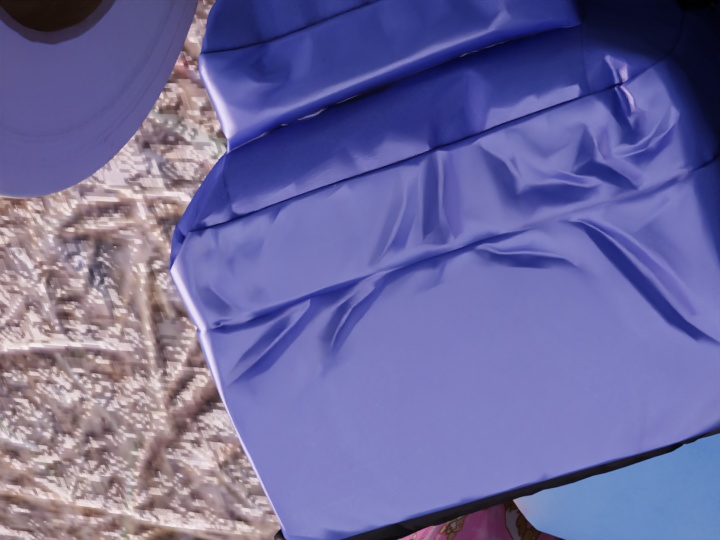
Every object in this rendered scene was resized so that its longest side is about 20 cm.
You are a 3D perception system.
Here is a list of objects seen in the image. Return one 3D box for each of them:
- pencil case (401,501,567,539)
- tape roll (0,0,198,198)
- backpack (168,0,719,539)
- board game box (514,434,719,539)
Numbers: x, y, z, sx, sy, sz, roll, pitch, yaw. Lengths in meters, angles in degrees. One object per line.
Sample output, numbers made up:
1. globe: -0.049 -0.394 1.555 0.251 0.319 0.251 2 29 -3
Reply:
1. pencil case: 0.090 0.153 0.997 0.200 0.083 0.087 39 93 -4
2. tape roll: -0.148 -0.128 0.805 0.138 0.203 0.204 8 131 25
3. backpack: 0.050 -0.035 0.744 0.162 0.200 0.169 -13 100 20
4. board game box: 0.141 0.045 0.904 0.199 0.039 0.159 18 134 7
